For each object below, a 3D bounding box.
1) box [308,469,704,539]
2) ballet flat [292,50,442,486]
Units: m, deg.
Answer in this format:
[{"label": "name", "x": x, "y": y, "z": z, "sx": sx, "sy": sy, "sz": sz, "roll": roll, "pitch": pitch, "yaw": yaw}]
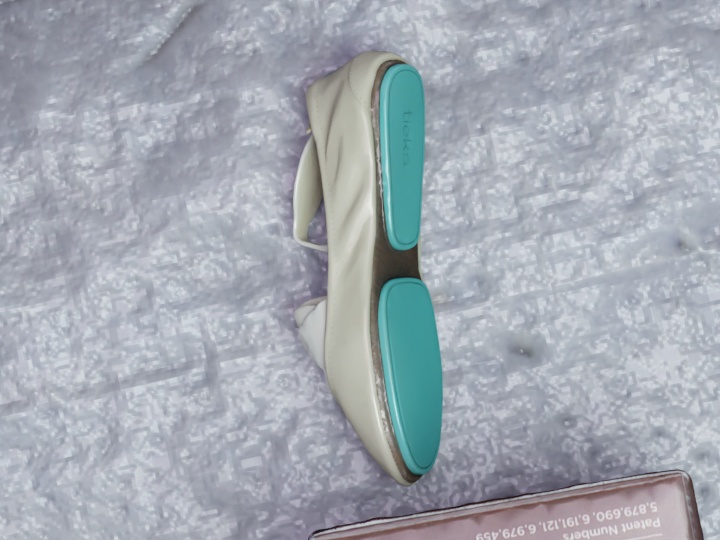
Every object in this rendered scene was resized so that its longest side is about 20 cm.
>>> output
[{"label": "box", "x": 0.079, "y": 0.197, "z": 1.300, "sx": 0.164, "sy": 0.166, "sz": 0.201, "roll": -10, "pitch": 83, "yaw": 4}, {"label": "ballet flat", "x": 0.000, "y": 0.000, "z": 1.386, "sx": 0.069, "sy": 0.069, "sz": 0.201, "roll": -2, "pitch": 82, "yaw": 6}]
